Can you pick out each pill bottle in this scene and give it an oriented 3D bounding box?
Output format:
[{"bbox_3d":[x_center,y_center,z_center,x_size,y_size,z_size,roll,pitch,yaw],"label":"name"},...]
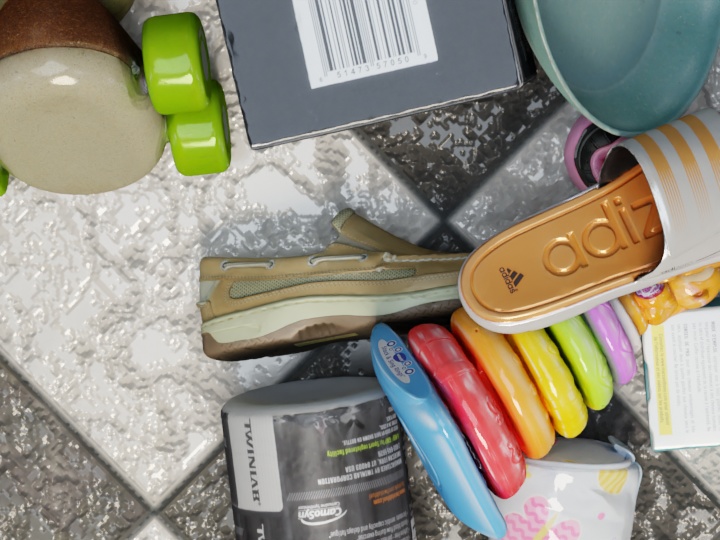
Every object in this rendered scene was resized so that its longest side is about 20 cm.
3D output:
[{"bbox_3d":[-0.019,0.168,1.422,0.106,0.106,0.201,-6,96,6],"label":"pill bottle"}]

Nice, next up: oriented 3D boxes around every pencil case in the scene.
[{"bbox_3d":[0.114,0.196,1.423,0.090,0.083,0.201,3,96,12],"label":"pencil case"}]

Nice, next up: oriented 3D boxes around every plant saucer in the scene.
[{"bbox_3d":[0.135,-0.172,1.323,0.036,0.199,0.201,2,98,39],"label":"plant saucer"}]

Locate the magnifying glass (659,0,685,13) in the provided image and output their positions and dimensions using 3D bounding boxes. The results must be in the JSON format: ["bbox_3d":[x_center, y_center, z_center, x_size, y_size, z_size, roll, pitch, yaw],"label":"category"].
[{"bbox_3d":[0.210,-0.202,1.400,0.079,0.022,0.200,39,97,0],"label":"magnifying glass"}]

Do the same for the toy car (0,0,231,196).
[{"bbox_3d":[-0.168,-0.158,1.407,0.163,0.158,0.201,-6,67,3],"label":"toy car"}]

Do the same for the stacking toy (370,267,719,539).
[{"bbox_3d":[0.114,0.045,1.359,0.199,0.116,0.110,-30,123,-3],"label":"stacking toy"}]

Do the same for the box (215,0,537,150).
[{"bbox_3d":[0.012,-0.137,1.335,0.148,0.200,0.108,-13,94,7],"label":"box"}]

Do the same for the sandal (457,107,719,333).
[{"bbox_3d":[0.147,-0.029,1.302,0.206,0.059,0.079,-28,69,-2],"label":"sandal"}]

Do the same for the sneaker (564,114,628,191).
[{"bbox_3d":[0.210,-0.038,1.381,0.199,0.095,0.079,17,96,2],"label":"sneaker"}]

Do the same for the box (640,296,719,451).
[{"bbox_3d":[0.262,0.053,1.408,0.199,0.049,0.083,-5,96,6],"label":"box"}]

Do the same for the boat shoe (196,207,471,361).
[{"bbox_3d":[0.000,0.000,1.423,0.199,0.072,0.077,-9,80,5],"label":"boat shoe"}]
